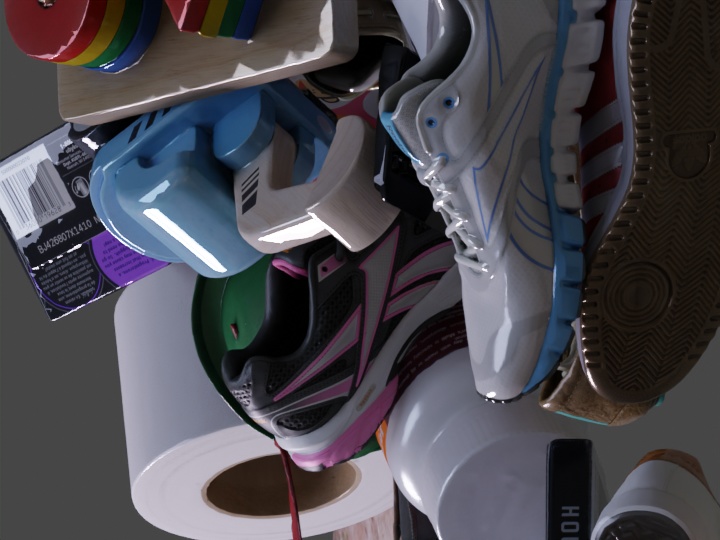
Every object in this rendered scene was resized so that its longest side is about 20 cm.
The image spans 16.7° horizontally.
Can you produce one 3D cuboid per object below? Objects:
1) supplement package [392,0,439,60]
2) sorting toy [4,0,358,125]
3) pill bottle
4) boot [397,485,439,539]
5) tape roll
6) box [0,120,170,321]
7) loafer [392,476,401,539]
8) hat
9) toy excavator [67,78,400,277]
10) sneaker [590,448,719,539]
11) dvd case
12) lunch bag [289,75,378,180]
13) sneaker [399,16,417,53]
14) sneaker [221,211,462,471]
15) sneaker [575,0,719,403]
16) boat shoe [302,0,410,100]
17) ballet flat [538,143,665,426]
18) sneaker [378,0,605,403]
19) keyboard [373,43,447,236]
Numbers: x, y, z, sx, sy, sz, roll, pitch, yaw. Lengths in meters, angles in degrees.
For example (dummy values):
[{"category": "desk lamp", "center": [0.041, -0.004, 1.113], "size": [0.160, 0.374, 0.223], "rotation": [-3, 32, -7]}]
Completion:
[{"category": "supplement package", "center": [0.060, -0.213, 1.148], "size": [0.200, 0.110, 0.156], "rotation": [-111, 19, -53]}, {"category": "sorting toy", "center": [-0.100, -0.188, 1.210], "size": [0.199, 0.069, 0.200], "rotation": [-10, 80, 42]}, {"category": "pill bottle", "center": [0.058, 0.067, 1.308], "size": [0.200, 0.109, 0.110], "rotation": [-113, 20, -56]}, {"category": "boot", "center": [0.074, 0.181, 1.360], "size": [0.182, 0.072, 0.200], "rotation": [56, -170, -18]}, {"category": "tape roll", "center": [-0.062, 0.083, 1.654], "size": [0.203, 0.201, 0.140], "rotation": [105, 160, -60]}, {"category": "box", "center": [-0.126, -0.064, 1.553], "size": [0.200, 0.122, 0.106], "rotation": [-33, -82, -57]}, {"category": "loafer", "center": [0.036, 0.090, 1.541], "size": [0.072, 0.062, 0.201], "rotation": [106, 155, -66]}, {"category": "hat", "center": [-0.020, 0.081, 1.413], "size": [0.201, 0.165, 0.176], "rotation": [57, -162, -19]}, {"category": "toy excavator", "center": [-0.056, -0.046, 1.239], "size": [0.100, 0.194, 0.201], "rotation": [40, -152, -30]}, {"category": "sneaker", "center": [0.148, 0.172, 1.085], "size": [0.085, 0.072, 0.201], "rotation": [-55, -39, -59]}, {"category": "dvd case", "center": [0.105, 0.181, 1.133], "size": [0.200, 0.025, 0.151], "rotation": [64, -154, -65]}, {"category": "lunch bag", "center": [-0.021, -0.092, 1.442], "size": [0.200, 0.175, 0.082], "rotation": [-111, 19, -52]}, {"category": "sneaker", "center": [0.044, -0.176, 1.294], "size": [0.082, 0.070, 0.201], "rotation": [28, -138, -64]}, {"category": "sneaker", "center": [0.000, 0.000, 1.261], "size": [0.080, 0.086, 0.201], "rotation": [6, 64, 55]}, {"category": "sneaker", "center": [0.115, -0.051, 1.065], "size": [0.112, 0.071, 0.201], "rotation": [-132, 45, -64]}, {"category": "boat shoe", "center": [-0.008, -0.127, 1.322], "size": [0.200, 0.074, 0.069], "rotation": [17, -126, -61]}, {"category": "ballet flat", "center": [0.096, -0.025, 1.165], "size": [0.068, 0.072, 0.201], "rotation": [166, 98, -77]}, {"category": "sneaker", "center": [0.047, -0.044, 1.028], "size": [0.075, 0.086, 0.201], "rotation": [-165, 76, -66]}, {"category": "keyboard", "center": [0.065, -0.063, 1.191], "size": [0.200, 0.039, 0.105], "rotation": [24, -115, -63]}]
